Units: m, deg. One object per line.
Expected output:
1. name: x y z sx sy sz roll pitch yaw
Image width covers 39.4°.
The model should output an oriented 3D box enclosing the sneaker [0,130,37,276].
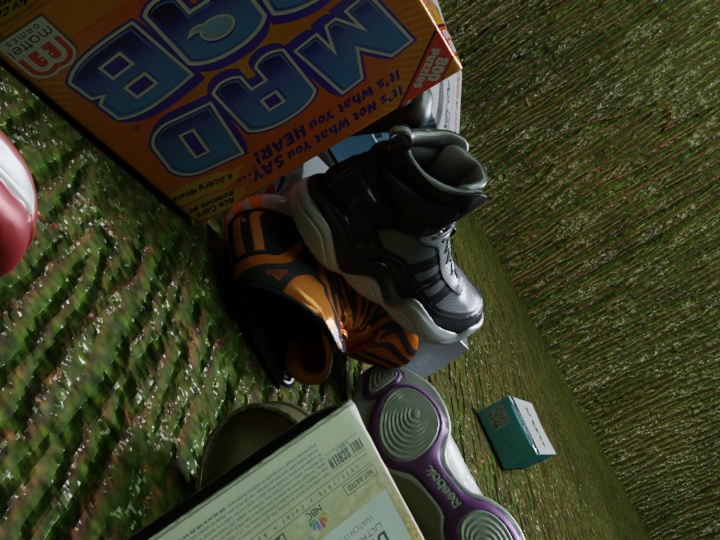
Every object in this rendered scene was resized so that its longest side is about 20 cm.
1. sneaker: -0.158 -0.002 0.231 0.199 0.078 0.117 25 45 -52

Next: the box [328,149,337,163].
1. box: -0.050 -0.108 0.960 0.159 0.051 0.200 61 11 -11

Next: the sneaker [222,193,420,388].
1. sneaker: -0.023 0.043 0.699 0.199 0.077 0.113 37 30 -37

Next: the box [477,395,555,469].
1. box: 0.215 0.222 1.363 0.083 0.049 0.200 65 12 17

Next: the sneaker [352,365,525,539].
1. sneaker: 0.048 0.166 0.764 0.201 0.074 0.100 59 -21 24

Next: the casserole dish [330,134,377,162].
1. casserole dish: -0.003 -0.102 0.883 0.201 0.039 0.122 55 3 -41

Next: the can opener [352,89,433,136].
1. can opener: -0.042 -0.128 0.705 0.053 0.198 0.068 39 56 -51

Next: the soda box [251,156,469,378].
1. soda box: 0.000 0.000 0.790 0.200 0.063 0.069 42 27 -27

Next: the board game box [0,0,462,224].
1. board game box: -0.090 -0.195 0.605 0.200 0.198 0.201 45 20 -53

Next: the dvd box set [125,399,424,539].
1. dvd box set: -0.012 0.167 0.336 0.146 0.029 0.202 -30 93 -37

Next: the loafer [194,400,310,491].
1. loafer: -0.033 0.133 0.414 0.068 0.075 0.201 53 15 -49

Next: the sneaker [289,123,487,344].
1. sneaker: 0.052 -0.024 0.690 0.199 0.113 0.076 34 30 -40

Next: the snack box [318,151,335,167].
1. snack box: -0.051 -0.072 0.833 0.024 0.072 0.201 -10 -66 55

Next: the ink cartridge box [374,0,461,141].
1. ink cartridge box: 0.037 -0.201 0.976 0.201 0.082 0.148 59 31 -52
